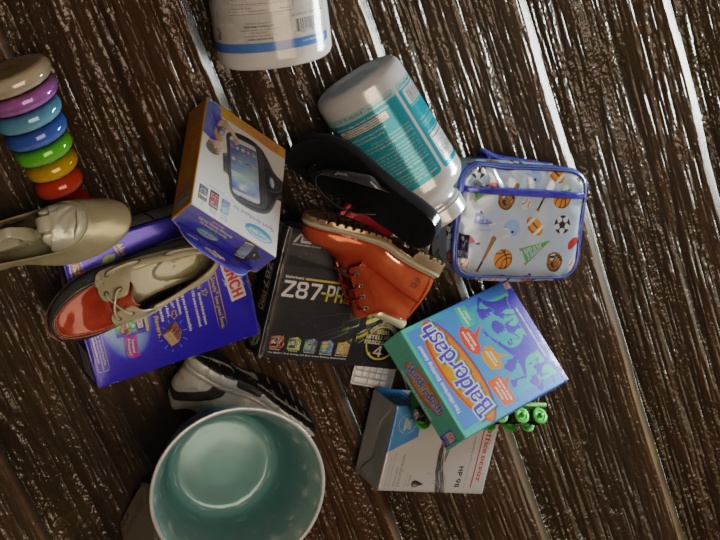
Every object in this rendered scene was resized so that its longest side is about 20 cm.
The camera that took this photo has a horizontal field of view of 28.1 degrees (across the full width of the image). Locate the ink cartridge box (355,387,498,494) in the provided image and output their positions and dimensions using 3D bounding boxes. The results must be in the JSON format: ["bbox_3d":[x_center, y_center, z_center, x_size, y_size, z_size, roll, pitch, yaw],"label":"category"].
[{"bbox_3d":[0.105,0.220,1.844,0.200,0.067,0.116,6,102,-29],"label":"ink cartridge box"}]

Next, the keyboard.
[{"bbox_3d":[0.037,0.052,1.802,0.056,0.011,0.200,11,99,-27],"label":"keyboard"}]

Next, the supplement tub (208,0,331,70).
[{"bbox_3d":[-0.105,-0.327,1.563,0.132,0.132,0.200,-14,109,-21],"label":"supplement tub"}]

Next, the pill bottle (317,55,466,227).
[{"bbox_3d":[0.044,-0.142,1.680,0.111,0.111,0.200,-36,107,-12],"label":"pill bottle"}]

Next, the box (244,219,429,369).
[{"bbox_3d":[-0.028,0.031,1.728,0.200,0.049,0.161,9,100,-31],"label":"box"}]

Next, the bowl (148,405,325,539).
[{"bbox_3d":[-0.150,0.236,1.649,0.201,0.105,0.201,-4,104,-16],"label":"bowl"}]

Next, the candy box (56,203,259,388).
[{"bbox_3d":[-0.231,0.020,1.633,0.200,0.077,0.169,-17,109,-18],"label":"candy box"}]

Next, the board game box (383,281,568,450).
[{"bbox_3d":[0.145,0.113,1.771,0.200,0.045,0.152,-24,78,-39],"label":"board game box"}]

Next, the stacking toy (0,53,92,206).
[{"bbox_3d":[-0.337,-0.127,1.545,0.085,0.085,0.200,-28,118,-15],"label":"stacking toy"}]

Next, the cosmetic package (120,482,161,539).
[{"bbox_3d":[-0.207,0.343,1.659,0.103,0.200,0.073,19,116,-26],"label":"cosmetic package"}]

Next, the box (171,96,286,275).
[{"bbox_3d":[-0.143,-0.089,1.586,0.119,0.200,0.041,32,127,-29],"label":"box"}]

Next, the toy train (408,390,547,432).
[{"bbox_3d":[0.149,0.170,1.798,0.200,0.042,0.056,5,61,-30],"label":"toy train"}]

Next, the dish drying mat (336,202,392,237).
[{"bbox_3d":[-0.004,-0.045,1.752,0.200,0.018,0.077,-50,119,-5],"label":"dish drying mat"}]

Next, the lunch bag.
[{"bbox_3d":[0.185,-0.069,1.802,0.200,0.076,0.160,2,101,-26],"label":"lunch bag"}]

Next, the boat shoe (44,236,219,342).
[{"bbox_3d":[-0.245,0.022,1.551,0.200,0.063,0.071,-27,112,-14],"label":"boat shoe"}]

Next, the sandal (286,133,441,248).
[{"bbox_3d":[0.000,-0.091,1.640,0.043,0.200,0.076,-49,166,-43],"label":"sandal"}]

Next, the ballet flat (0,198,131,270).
[{"bbox_3d":[-0.343,-0.036,1.521,0.200,0.069,0.070,-14,113,13],"label":"ballet flat"}]

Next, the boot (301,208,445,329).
[{"bbox_3d":[0.000,0.000,1.665,0.200,0.075,0.107,26,96,-33],"label":"boot"}]

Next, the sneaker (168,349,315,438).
[{"bbox_3d":[-0.143,0.162,1.727,0.200,0.074,0.080,31,105,-24],"label":"sneaker"}]
